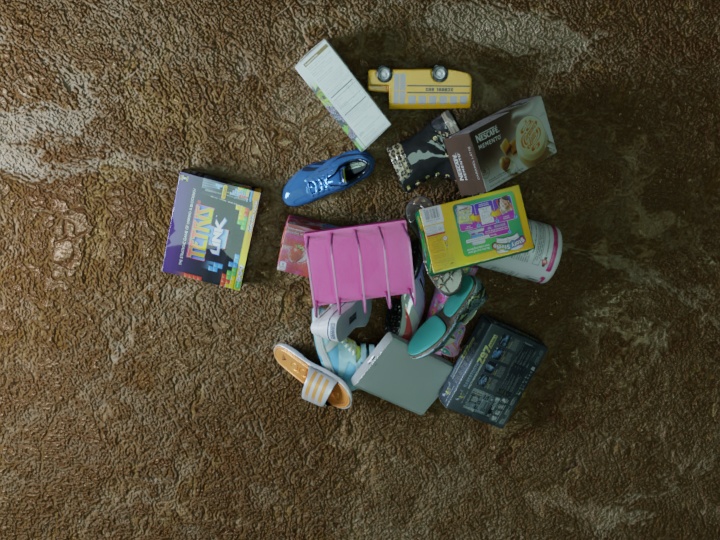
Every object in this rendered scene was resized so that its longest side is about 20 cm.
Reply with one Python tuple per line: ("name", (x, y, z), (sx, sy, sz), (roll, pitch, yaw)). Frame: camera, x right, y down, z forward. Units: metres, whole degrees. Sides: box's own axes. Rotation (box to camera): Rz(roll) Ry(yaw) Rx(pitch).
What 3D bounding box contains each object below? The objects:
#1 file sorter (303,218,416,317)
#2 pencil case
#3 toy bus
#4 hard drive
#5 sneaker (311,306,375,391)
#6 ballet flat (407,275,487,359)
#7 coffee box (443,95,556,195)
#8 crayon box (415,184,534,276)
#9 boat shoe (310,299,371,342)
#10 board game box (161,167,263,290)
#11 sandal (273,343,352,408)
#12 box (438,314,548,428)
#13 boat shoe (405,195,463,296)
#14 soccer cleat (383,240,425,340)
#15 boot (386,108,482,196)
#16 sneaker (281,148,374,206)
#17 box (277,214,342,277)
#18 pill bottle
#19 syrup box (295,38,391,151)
("file sorter", (0.000, 0.000, 1.469), (0.194, 0.126, 0.143), (-7, 105, -1))
("pencil case", (0.180, 0.067, 1.614), (0.085, 0.088, 0.205), (11, 105, -4))
("toy bus", (0.109, -0.348, 1.519), (0.194, 0.065, 0.081), (-1, 106, -2))
("hard drive", (0.092, 0.212, 1.630), (0.198, 0.026, 0.133), (28, 109, -34))
("sneaker", (-0.023, 0.153, 1.635), (0.127, 0.080, 0.204), (-14, 114, 4))
("ballet flat", (0.174, 0.102, 1.551), (0.074, 0.074, 0.201), (38, 104, -10))
("coffee box", (0.262, -0.233, 1.498), (0.197, 0.079, 0.117), (-28, 105, -29))
("crayon box", (0.209, -0.072, 1.475), (0.195, 0.058, 0.122), (-13, 85, -3))
("boat shoe", (-0.035, 0.083, 1.567), (0.064, 0.199, 0.076), (5, 101, 22))
("board game box", (-0.291, -0.080, 1.578), (0.161, 0.057, 0.205), (12, 103, -6))
("sandal", (-0.108, 0.226, 1.616), (0.204, 0.059, 0.081), (30, 134, 22))
("box", (0.272, 0.210, 1.652), (0.155, 0.051, 0.204), (21, 102, -25))
("boat shoe", (0.150, -0.046, 1.549), (0.073, 0.073, 0.205), (-21, 75, 9))
("soccer cleat", (0.104, 0.042, 1.624), (0.072, 0.068, 0.206), (10, 95, -37))
("boot", (0.151, -0.190, 1.556), (0.148, 0.074, 0.203), (-24, 114, 10))
("sneaker", (-0.065, -0.178, 1.551), (0.196, 0.079, 0.067), (-23, 106, 6))
("box", (-0.059, -0.035, 1.573), (0.195, 0.100, 0.098), (14, 103, -5))
("pill bottle", (0.283, -0.054, 1.567), (0.195, 0.114, 0.116), (15, 104, -10))
("syrup box", (-0.032, -0.331, 1.511), (0.081, 0.079, 0.201), (-39, 102, 8))
